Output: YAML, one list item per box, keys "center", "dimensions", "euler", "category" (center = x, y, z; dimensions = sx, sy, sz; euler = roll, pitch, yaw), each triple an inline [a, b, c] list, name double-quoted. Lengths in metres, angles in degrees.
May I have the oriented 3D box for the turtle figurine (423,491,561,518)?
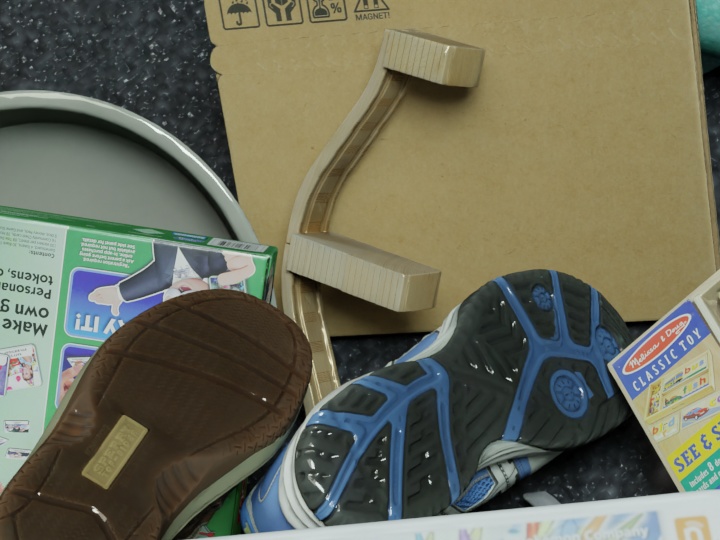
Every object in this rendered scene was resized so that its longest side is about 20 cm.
- center: [0.116, 0.158, 0.925]
  dimensions: [0.193, 0.144, 0.201]
  euler: [3, 67, 19]
  category: "turtle figurine"

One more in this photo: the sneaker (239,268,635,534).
- center: [0.032, 0.057, 1.014]
  dimensions: [0.200, 0.077, 0.076]
  euler: [-20, 79, -41]
  category: "sneaker"

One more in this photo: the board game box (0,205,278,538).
- center: [-0.140, 0.043, 1.045]
  dimensions: [0.199, 0.029, 0.135]
  euler: [9, 99, 4]
  category: "board game box"

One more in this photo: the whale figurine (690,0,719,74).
- center: [0.144, -0.130, 1.066]
  dimensions: [0.199, 0.159, 0.104]
  euler: [-5, 49, -9]
  category: "whale figurine"

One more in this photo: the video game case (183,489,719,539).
- center: [0.040, 0.162, 0.839]
  dimensions: [0.199, 0.022, 0.183]
  euler: [-5, 57, -6]
  category: "video game case"

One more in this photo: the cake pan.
- center: [-0.130, 0.025, 1.075]
  dimensions: [0.199, 0.037, 0.201]
  euler: [1, 98, 6]
  category: "cake pan"

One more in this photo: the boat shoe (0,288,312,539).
- center: [-0.088, 0.077, 0.946]
  dimensions: [0.075, 0.075, 0.202]
  euler: [37, 37, 8]
  category: "boat shoe"

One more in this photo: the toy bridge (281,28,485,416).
- center: [0.000, 0.000, 1.053]
  dimensions: [0.067, 0.027, 0.201]
  euler: [20, 106, 36]
  category: "toy bridge"

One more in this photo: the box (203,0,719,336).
- center: [0.043, -0.052, 1.067]
  dimensions: [0.199, 0.164, 0.021]
  euler: [-3, 22, 14]
  category: "box"

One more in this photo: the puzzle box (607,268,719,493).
- center: [0.195, 0.020, 0.959]
  dimensions: [0.200, 0.025, 0.133]
  euler: [-42, 43, 15]
  category: "puzzle box"
